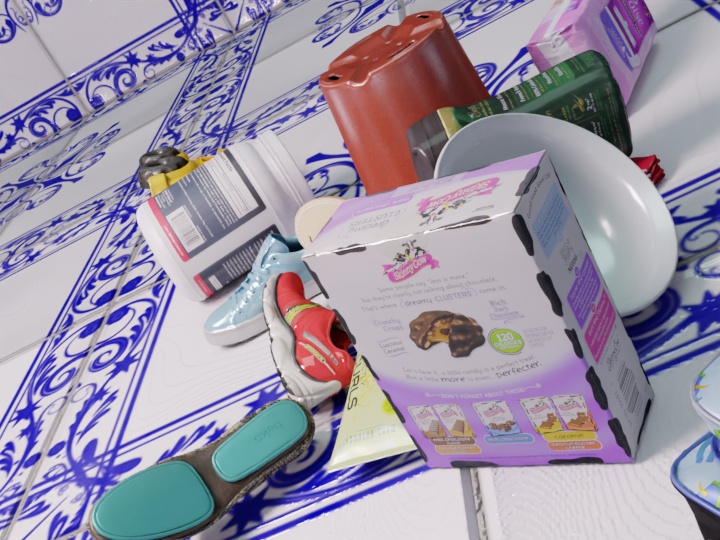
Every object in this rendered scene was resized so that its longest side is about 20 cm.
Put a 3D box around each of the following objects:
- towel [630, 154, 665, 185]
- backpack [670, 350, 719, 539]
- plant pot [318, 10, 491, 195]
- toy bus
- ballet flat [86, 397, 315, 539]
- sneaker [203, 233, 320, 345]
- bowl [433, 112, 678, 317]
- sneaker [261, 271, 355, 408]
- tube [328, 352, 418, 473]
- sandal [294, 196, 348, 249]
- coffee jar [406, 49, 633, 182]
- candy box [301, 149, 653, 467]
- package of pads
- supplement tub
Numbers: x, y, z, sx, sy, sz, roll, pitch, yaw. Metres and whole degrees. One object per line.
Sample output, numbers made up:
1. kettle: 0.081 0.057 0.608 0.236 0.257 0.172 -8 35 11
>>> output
1. towel: 0.177 -0.044 0.914 0.200 0.023 0.144 -43 26 -23
2. backpack: 0.263 0.079 0.433 0.199 0.148 0.183 -34 27 -14
3. plant pot: 0.063 -0.153 1.039 0.199 0.197 0.202 -25 25 13
4. toy bus: -0.210 -0.118 1.387 0.190 0.137 0.200 -19 21 -6
5. ballet flat: -0.122 0.175 0.788 0.198 0.076 0.068 -28 64 -24
6. sneaker: -0.098 0.002 1.069 0.199 0.082 0.074 -33 23 -4
7. bowl: 0.141 -0.022 0.775 0.202 0.200 0.091 -52 -10 -39
8. sneaker: -0.042 0.061 0.928 0.084 0.078 0.201 -19 31 -2
9. tube: 0.021 0.087 0.816 0.201 0.051 0.058 -78 13 -55
10. sandal: 0.000 -0.005 0.848 0.210 0.079 0.069 21 39 34
11. coffee jar: 0.146 -0.122 0.913 0.198 0.105 0.086 -20 32 5
12. candy box: 0.081 0.036 0.656 0.166 0.201 0.072 -10 31 38
13. package of pads: 0.265 -0.259 1.094 0.075 0.121 0.201 -16 28 40
14. supplement tub: -0.163 -0.068 1.206 0.199 0.141 0.140 -33 24 -5
